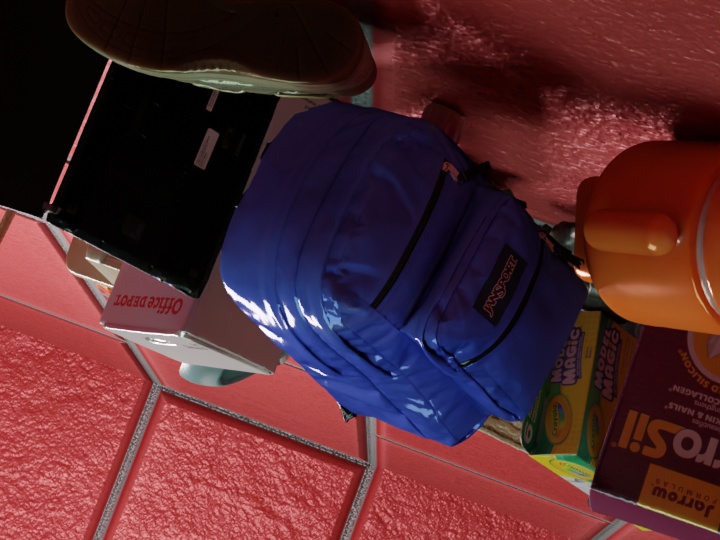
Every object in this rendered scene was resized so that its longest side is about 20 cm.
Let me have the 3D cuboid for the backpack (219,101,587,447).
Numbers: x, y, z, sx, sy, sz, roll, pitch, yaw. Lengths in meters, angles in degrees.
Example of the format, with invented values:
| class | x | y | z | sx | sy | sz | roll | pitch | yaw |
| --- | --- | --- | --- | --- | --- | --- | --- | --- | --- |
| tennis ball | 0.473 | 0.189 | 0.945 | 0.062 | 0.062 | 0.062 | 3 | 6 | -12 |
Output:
| class | x | y | z | sx | sy | sz | roll | pitch | yaw |
| --- | --- | --- | --- | --- | --- | --- | --- | --- | --- |
| backpack | 0.029 | -0.008 | 1.244 | 0.167 | 0.163 | 0.200 | 7 | 154 | 43 |

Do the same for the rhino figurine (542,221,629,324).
| class | x | y | z | sx | sy | sz | roll | pitch | yaw |
| --- | --- | --- | --- | --- | --- | --- | --- | --- | --- |
| rhino figurine | 0.173 | -0.006 | 1.512 | 0.087 | 0.060 | 0.200 | 6 | 165 | 8 |

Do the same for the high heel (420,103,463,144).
| class | x | y | z | sx | sy | sz | roll | pitch | yaw |
| --- | --- | --- | --- | --- | --- | --- | --- | --- | --- |
| high heel | 0.035 | -0.025 | 1.444 | 0.067 | 0.096 | 0.200 | 24 | 151 | 4 |

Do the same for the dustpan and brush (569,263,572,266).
| class | x | y | z | sx | sy | sz | roll | pitch | yaw |
| --- | --- | --- | --- | --- | --- | --- | --- | --- | --- |
| dustpan and brush | 0.136 | 0.000 | 1.660 | 0.199 | 0.058 | 0.139 | 24 | 179 | 20 |

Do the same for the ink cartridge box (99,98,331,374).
| class | x | y | z | sx | sy | sz | roll | pitch | yaw |
| --- | --- | --- | --- | --- | --- | --- | --- | --- | --- |
| ink cartridge box | -0.094 | -0.033 | 1.508 | 0.084 | 0.201 | 0.145 | 27 | 168 | -29 |

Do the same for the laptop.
| class | x | y | z | sx | sy | sz | roll | pitch | yaw |
| --- | --- | --- | --- | --- | --- | --- | --- | --- | --- |
| laptop | -0.175 | -0.103 | 1.384 | 0.199 | 0.178 | 0.103 | 28 | 167 | -33 |

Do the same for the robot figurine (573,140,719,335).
| class | x | y | z | sx | sy | sz | roll | pitch | yaw |
| --- | --- | --- | --- | --- | --- | --- | --- | --- | --- |
| robot figurine | 0.214 | -0.020 | 1.235 | 0.144 | 0.117 | 0.199 | 46 | 158 | -30 |

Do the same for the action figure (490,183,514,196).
| class | x | y | z | sx | sy | sz | roll | pitch | yaw |
| --- | --- | --- | --- | --- | --- | --- | --- | --- | --- |
| action figure | 0.041 | -0.053 | 1.557 | 0.118 | 0.055 | 0.199 | 29 | 164 | -39 |

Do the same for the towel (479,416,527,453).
| class | x | y | z | sx | sy | sz | roll | pitch | yaw |
| --- | --- | --- | --- | --- | --- | --- | --- | --- | --- |
| towel | 0.072 | 0.088 | 1.689 | 0.199 | 0.035 | 0.133 | 26 | -169 | -16 |

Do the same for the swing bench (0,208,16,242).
| class | x | y | z | sx | sy | sz | roll | pitch | yaw |
| --- | --- | --- | --- | --- | --- | --- | --- | --- | --- |
| swing bench | -0.449 | -0.104 | 2.022 | 0.198 | 0.130 | 0.200 | 17 | 163 | 22 |

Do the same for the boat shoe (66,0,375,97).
| class | x | y | z | sx | sy | sz | roll | pitch | yaw |
| --- | --- | --- | --- | --- | --- | --- | --- | --- | --- |
| boat shoe | -0.087 | -0.144 | 1.285 | 0.199 | 0.073 | 0.065 | 12 | 169 | 17 |

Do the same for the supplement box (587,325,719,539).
| class | x | y | z | sx | sy | sz | roll | pitch | yaw |
| --- | --- | --- | --- | --- | --- | --- | --- | --- | --- |
| supplement box | 0.250 | 0.088 | 1.458 | 0.130 | 0.201 | 0.103 | 18 | 169 | 10 |

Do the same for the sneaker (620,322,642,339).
| class | x | y | z | sx | sy | sz | roll | pitch | yaw |
| --- | --- | --- | --- | --- | --- | --- | --- | --- | --- |
| sneaker | 0.237 | 0.063 | 1.680 | 0.199 | 0.075 | 0.082 | 15 | 167 | 26 |

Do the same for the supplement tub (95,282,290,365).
| class | x | y | z | sx | sy | sz | roll | pitch | yaw |
| --- | --- | --- | --- | --- | --- | --- | --- | --- | --- |
| supplement tub | -0.146 | 0.005 | 1.983 | 0.199 | 0.123 | 0.123 | 20 | 169 | 7 |

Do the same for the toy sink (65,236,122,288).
| class | x | y | z | sx | sy | sz | roll | pitch | yaw |
| --- | --- | --- | --- | --- | --- | --- | --- | --- | --- |
| toy sink | -0.159 | -0.042 | 1.770 | 0.199 | 0.131 | 0.112 | 19 | 169 | 15 |

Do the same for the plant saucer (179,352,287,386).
| class | x | y | z | sx | sy | sz | roll | pitch | yaw |
| --- | --- | --- | --- | --- | --- | --- | --- | --- | --- |
| plant saucer | -0.059 | 0.037 | 1.688 | 0.027 | 0.200 | 0.200 | 54 | 174 | 11 |

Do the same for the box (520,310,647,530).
| class | x | y | z | sx | sy | sz | roll | pitch | yaw |
| --- | --- | --- | --- | --- | --- | --- | --- | --- | --- |
| box | 0.191 | 0.110 | 1.564 | 0.048 | 0.118 | 0.200 | -6 | 153 | 40 |
